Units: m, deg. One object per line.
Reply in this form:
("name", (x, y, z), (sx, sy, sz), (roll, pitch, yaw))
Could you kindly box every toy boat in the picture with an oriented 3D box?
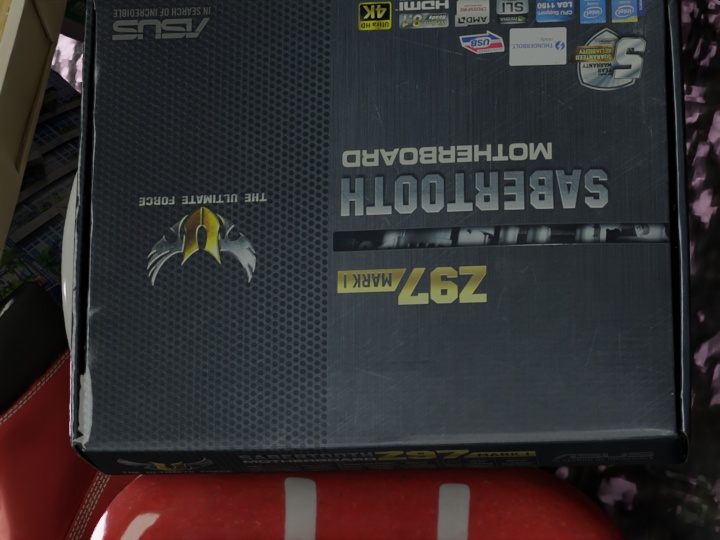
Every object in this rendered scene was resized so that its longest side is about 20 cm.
("toy boat", (0.005, 0.134, 0.881), (0.131, 0.199, 0.131), (-116, 28, -73))

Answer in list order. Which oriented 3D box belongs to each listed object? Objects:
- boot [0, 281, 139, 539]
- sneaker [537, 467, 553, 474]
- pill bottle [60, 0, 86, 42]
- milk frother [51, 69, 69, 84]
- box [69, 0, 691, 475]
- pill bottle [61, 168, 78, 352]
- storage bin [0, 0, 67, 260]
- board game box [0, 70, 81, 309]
("boot", (-0.150, 0.110, 1.019), (0.200, 0.144, 0.072), (-57, 20, -20))
("sneaker", (-0.005, 0.069, 1.016), (0.200, 0.076, 0.076), (26, 95, 48))
("pill bottle", (-0.078, -0.196, 1.161), (0.200, 0.113, 0.113), (-36, 52, 34))
("milk frother", (-0.258, -0.053, 1.255), (0.200, 0.188, 0.181), (-21, 95, 48))
("box", (0.008, -0.015, 0.867), (0.199, 0.051, 0.158), (-1, 75, 8))
("pill bottle", (0.000, 0.000, 0.950), (0.199, 0.112, 0.113), (5, 78, 10))
("storage bin", (-0.234, -0.087, 1.076), (0.198, 0.094, 0.201), (1, 56, 12))
("board game box", (-0.193, -0.030, 1.138), (0.200, 0.200, 0.062), (38, 149, 27))
